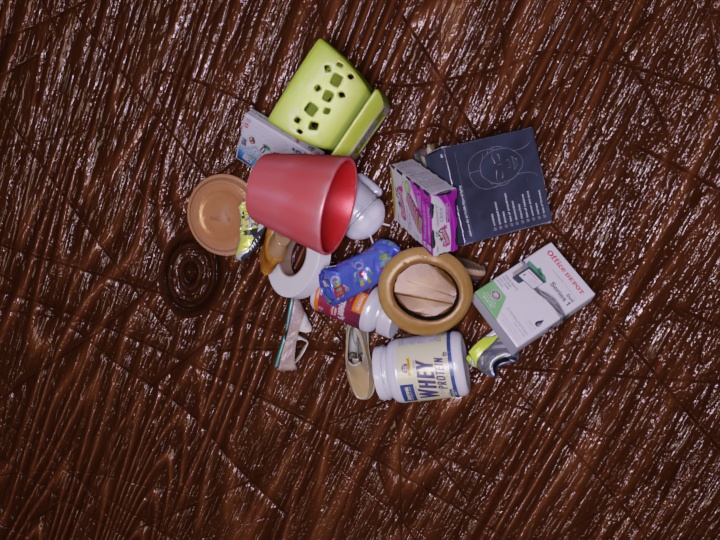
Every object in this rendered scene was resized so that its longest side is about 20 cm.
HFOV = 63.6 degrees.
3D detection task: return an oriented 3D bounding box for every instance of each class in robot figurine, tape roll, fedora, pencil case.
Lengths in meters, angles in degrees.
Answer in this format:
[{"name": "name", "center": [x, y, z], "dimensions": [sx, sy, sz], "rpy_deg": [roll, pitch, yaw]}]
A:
[{"name": "robot figurine", "center": [-0.026, -0.148, 1.304], "dimensions": [0.200, 0.113, 0.170], "rpy_deg": [42, 69, 2]}, {"name": "tape roll", "center": [-0.144, -0.036, 1.333], "dimensions": [0.202, 0.037, 0.204], "rpy_deg": [-13, 72, 45]}, {"name": "fedora", "center": [0.136, 0.039, 1.238], "dimensions": [0.200, 0.082, 0.201], "rpy_deg": [0, 100, 2]}, {"name": "pencil case", "center": [0.000, 0.000, 1.257], "dimensions": [0.200, 0.078, 0.087], "rpy_deg": [-27, 100, -21]}]

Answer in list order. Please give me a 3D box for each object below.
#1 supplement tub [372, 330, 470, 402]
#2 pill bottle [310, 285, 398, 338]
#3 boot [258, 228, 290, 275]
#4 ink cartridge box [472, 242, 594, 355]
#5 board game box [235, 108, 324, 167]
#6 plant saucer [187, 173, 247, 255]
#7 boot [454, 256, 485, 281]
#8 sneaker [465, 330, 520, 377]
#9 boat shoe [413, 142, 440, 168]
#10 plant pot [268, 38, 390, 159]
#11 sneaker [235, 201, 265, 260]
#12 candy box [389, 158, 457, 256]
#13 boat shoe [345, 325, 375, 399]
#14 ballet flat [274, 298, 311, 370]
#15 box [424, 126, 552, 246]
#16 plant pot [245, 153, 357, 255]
[{"name": "supplement tub", "center": [0.138, 0.219, 1.307], "dimensions": [0.199, 0.145, 0.146], "rpy_deg": [-10, 96, 14]}, {"name": "pill bottle", "center": [-0.005, 0.074, 1.322], "dimensions": [0.200, 0.110, 0.110], "rpy_deg": [22, 103, 20]}, {"name": "boot", "center": [-0.190, -0.101, 1.325], "dimensions": [0.071, 0.202, 0.144], "rpy_deg": [17, 148, -19]}, {"name": "ink cartridge box", "center": [0.357, 0.057, 1.212], "dimensions": [0.200, 0.084, 0.146], "rpy_deg": [-33, 70, -6]}, {"name": "board game box", "center": [-0.188, -0.266, 1.339], "dimensions": [0.200, 0.035, 0.126], "rpy_deg": [32, 133, 6]}, {"name": "plant saucer", "center": [-0.334, -0.135, 1.422], "dimensions": [0.200, 0.032, 0.201], "rpy_deg": [2, 98, 13]}, {"name": "boot", "center": [0.178, 0.053, 1.325], "dimensions": [0.199, 0.072, 0.167], "rpy_deg": [6, 112, 11]}, {"name": "sneaker", "center": [0.327, 0.154, 1.267], "dimensions": [0.200, 0.074, 0.081], "rpy_deg": [-47, 53, 2]}, {"name": "boat shoe", "center": [0.166, -0.177, 1.286], "dimensions": [0.065, 0.073, 0.201], "rpy_deg": [-8, 96, 33]}, {"name": "plant pot", "center": [-0.052, -0.344, 1.245], "dimensions": [0.181, 0.199, 0.200], "rpy_deg": [37, 104, -1]}, {"name": "sneaker", "center": [-0.256, -0.120, 1.361], "dimensions": [0.076, 0.075, 0.201], "rpy_deg": [23, 80, -16]}, {"name": "candy box", "center": [0.129, -0.135, 1.206], "dimensions": [0.061, 0.200, 0.137], "rpy_deg": [-15, 121, -14]}, {"name": "boat shoe", "center": [-0.010, 0.216, 1.376], "dimensions": [0.071, 0.076, 0.201], "rpy_deg": [-8, 97, 14]}, {"name": "ballet flat", "center": [-0.156, 0.153, 1.415], "dimensions": [0.067, 0.068, 0.201], "rpy_deg": [13, 107, -9]}, {"name": "box", "center": [0.261, -0.170, 1.199], "dimensions": [0.196, 0.124, 0.201], "rpy_deg": [-14, 95, -12]}, {"name": "plant pot", "center": [-0.122, -0.148, 1.173], "dimensions": [0.177, 0.200, 0.201], "rpy_deg": [16, 102, 14]}]
